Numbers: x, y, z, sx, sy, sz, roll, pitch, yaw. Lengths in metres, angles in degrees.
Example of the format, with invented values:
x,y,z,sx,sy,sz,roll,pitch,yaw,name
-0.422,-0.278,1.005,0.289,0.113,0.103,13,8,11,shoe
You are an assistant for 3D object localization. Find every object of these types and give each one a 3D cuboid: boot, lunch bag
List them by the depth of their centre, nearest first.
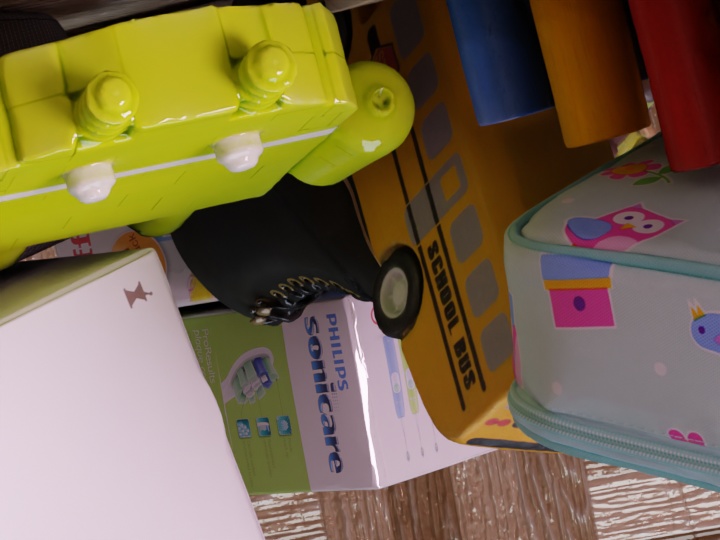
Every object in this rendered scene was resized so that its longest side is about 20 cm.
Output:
x,y,z,sx,sy,sz,roll,pitch,yaw,name
0.140,-0.001,0.654,0.159,0.078,0.199,7,-158,37,lunch bag
0.000,0.000,0.876,0.077,0.201,0.139,-12,145,-34,boot

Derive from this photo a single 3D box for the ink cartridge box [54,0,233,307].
x,y,z,sx,sy,sz,roll,pitch,yaw,name
-0.051,-0.053,1.024,0.199,0.130,0.125,-10,-178,29,ink cartridge box

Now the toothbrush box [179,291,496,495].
x,y,z,sx,sy,sz,roll,pitch,yaw,name
-0.018,0.049,1.044,0.145,0.087,0.199,-12,-176,-44,toothbrush box

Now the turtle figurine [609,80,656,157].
x,y,z,sx,sy,sz,roll,pitch,yaw,name
0.098,-0.052,0.865,0.064,0.161,0.200,-47,-163,-13,turtle figurine

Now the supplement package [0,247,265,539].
x,y,z,sx,sy,sz,roll,pitch,yaw,name
-0.147,0.072,0.819,0.119,0.122,0.199,-27,-168,-33,supplement package

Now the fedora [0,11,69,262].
x,y,z,sx,sy,sz,roll,pitch,yaw,name
-0.172,-0.042,0.859,0.199,0.091,0.176,-25,-168,-31,fedora

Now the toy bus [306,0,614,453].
x,y,z,sx,sy,sz,roll,pitch,yaw,name
0.040,-0.035,0.768,0.065,0.201,0.078,6,144,-32,toy bus

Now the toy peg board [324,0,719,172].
x,y,z,sx,sy,sz,roll,pitch,yaw,name
0.126,-0.080,0.665,0.199,0.099,0.199,-17,-175,-32,toy peg board

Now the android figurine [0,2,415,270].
x,y,z,sx,sy,sz,roll,pitch,yaw,name
-0.072,-0.037,0.696,0.181,0.041,0.200,-12,174,-21,android figurine
